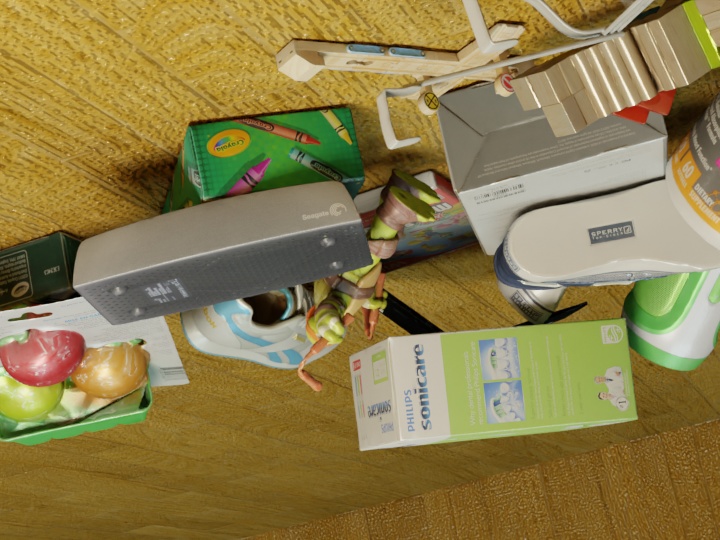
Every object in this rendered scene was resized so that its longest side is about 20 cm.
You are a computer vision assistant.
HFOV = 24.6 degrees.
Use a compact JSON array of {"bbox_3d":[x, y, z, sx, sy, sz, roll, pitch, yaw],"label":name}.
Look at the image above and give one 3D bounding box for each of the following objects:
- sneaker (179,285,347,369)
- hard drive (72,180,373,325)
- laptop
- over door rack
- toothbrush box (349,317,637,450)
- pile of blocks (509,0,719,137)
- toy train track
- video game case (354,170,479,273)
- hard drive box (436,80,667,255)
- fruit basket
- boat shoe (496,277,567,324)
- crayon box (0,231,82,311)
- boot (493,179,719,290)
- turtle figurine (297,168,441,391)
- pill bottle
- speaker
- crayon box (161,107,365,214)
[{"bbox_3d":[-0.073,0.045,1.549,0.080,0.077,0.199,-26,162,36],"label":"sneaker"},{"bbox_3d":[-0.094,-0.012,1.156,0.198,0.043,0.135,-13,165,1],"label":"hard drive"},{"bbox_3d":[0.088,0.020,1.511,0.104,0.199,0.177,-54,176,-5],"label":"laptop"},{"bbox_3d":[0.105,-0.158,0.930,0.199,0.067,0.148,-29,173,-26],"label":"over door rack"},{"bbox_3d":[0.104,0.094,1.343,0.198,0.087,0.146,-6,173,-13],"label":"toothbrush box"},{"bbox_3d":[0.197,-0.136,1.060,0.199,0.062,0.082,-21,-168,30],"label":"pile of blocks"},{"bbox_3d":[0.036,-0.126,1.088,0.199,0.033,0.115,0,161,-35],"label":"toy train track"},{"bbox_3d":[0.034,-0.037,1.442,0.142,0.018,0.200,-18,164,19],"label":"video game case"},{"bbox_3d":[0.149,-0.085,1.243,0.155,0.077,0.200,-14,165,7],"label":"hard drive box"},{"bbox_3d":[-0.241,0.064,1.312,0.184,0.094,0.200,-12,149,-1],"label":"fruit basket"},{"bbox_3d":[0.160,-0.018,1.405,0.065,0.073,0.200,-46,-166,20],"label":"boat shoe"},{"bbox_3d":[-0.251,0.027,1.387,0.125,0.052,0.200,-17,165,17],"label":"crayon box"},{"bbox_3d":[0.200,-0.025,1.248,0.198,0.073,0.090,-4,172,-6],"label":"boot"},{"bbox_3d":[0.000,0.000,1.292,0.162,0.064,0.200,-57,171,18],"label":"turtle figurine"},{"bbox_3d":[0.304,-0.107,1.120,0.116,0.117,0.200,-1,139,-35],"label":"pill bottle"},{"bbox_3d":[0.280,-0.022,1.326,0.088,0.088,0.201,0,122,-39],"label":"speaker"},{"bbox_3d":[-0.078,-0.052,1.220,0.118,0.059,0.200,-8,165,-15],"label":"crayon box"}]
